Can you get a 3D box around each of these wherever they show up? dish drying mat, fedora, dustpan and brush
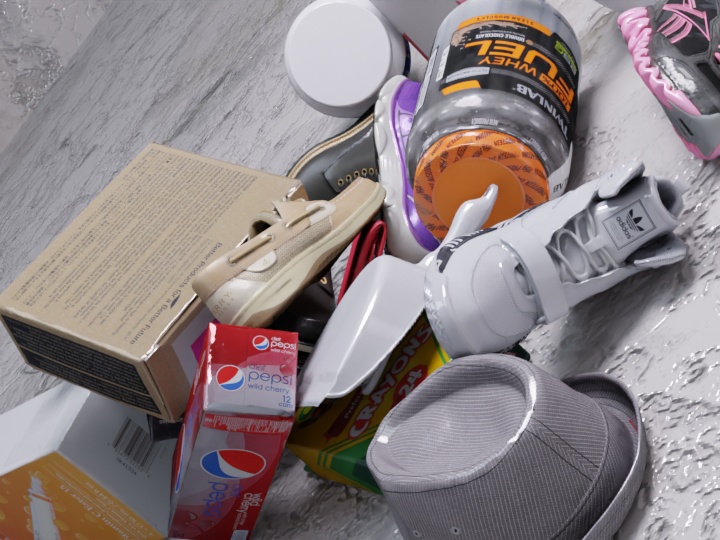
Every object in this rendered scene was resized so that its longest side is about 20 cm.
[{"bbox_3d":[0.000,0.000,1.260,0.200,0.018,0.078,-179,103,-88],"label":"dish drying mat"},{"bbox_3d":[0.067,0.112,0.924,0.178,0.090,0.199,-57,22,-22],"label":"fedora"},{"bbox_3d":[0.028,0.017,1.094,0.201,0.057,0.140,-62,9,-11],"label":"dustpan and brush"}]

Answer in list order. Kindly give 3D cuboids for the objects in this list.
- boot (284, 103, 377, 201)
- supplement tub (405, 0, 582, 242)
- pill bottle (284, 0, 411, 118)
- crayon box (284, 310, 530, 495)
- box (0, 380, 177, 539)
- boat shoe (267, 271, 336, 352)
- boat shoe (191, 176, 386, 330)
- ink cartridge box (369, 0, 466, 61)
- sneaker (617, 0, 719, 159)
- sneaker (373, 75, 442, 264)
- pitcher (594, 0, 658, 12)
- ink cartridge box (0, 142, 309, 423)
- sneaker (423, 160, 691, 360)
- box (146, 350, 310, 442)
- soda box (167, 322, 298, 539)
[{"bbox_3d":[0.003,-0.073,1.421,0.200,0.077,0.138,-48,25,6],"label":"boot"},{"bbox_3d":[0.100,-0.110,1.211,0.122,0.122,0.201,-35,25,33],"label":"supplement tub"},{"bbox_3d":[-0.012,-0.202,1.538,0.116,0.116,0.200,-45,1,7],"label":"pill bottle"},{"bbox_3d":[0.019,0.089,1.124,0.127,0.051,0.200,-55,21,-16],"label":"crayon box"},{"bbox_3d":[-0.243,0.175,1.397,0.199,0.124,0.098,-26,30,47],"label":"box"},{"bbox_3d":[-0.059,0.012,1.335,0.202,0.073,0.064,-124,51,-65],"label":"boat shoe"},{"bbox_3d":[-0.047,-0.024,1.163,0.071,0.064,0.200,-49,-3,39],"label":"boat shoe"},{"bbox_3d":[0.100,-0.292,1.501,0.083,0.146,0.201,-26,29,46],"label":"ink cartridge box"},{"bbox_3d":[0.234,-0.148,1.092,0.095,0.079,0.201,-30,26,15],"label":"sneaker"},{"bbox_3d":[0.053,-0.075,1.301,0.083,0.081,0.201,-5,49,0],"label":"sneaker"},{"bbox_3d":[0.171,-0.274,1.247,0.121,0.200,0.172,-10,42,59],"label":"pitcher"},{"bbox_3d":[-0.151,0.003,1.237,0.164,0.075,0.200,18,53,34],"label":"ink cartridge box"},{"bbox_3d":[0.124,-0.012,0.984,0.114,0.076,0.199,-26,2,39],"label":"sneaker"},{"bbox_3d":[-0.106,0.077,1.302,0.141,0.036,0.200,-6,20,-10],"label":"box"},{"bbox_3d":[-0.092,0.118,1.134,0.201,0.063,0.071,113,161,-54],"label":"soda box"}]
